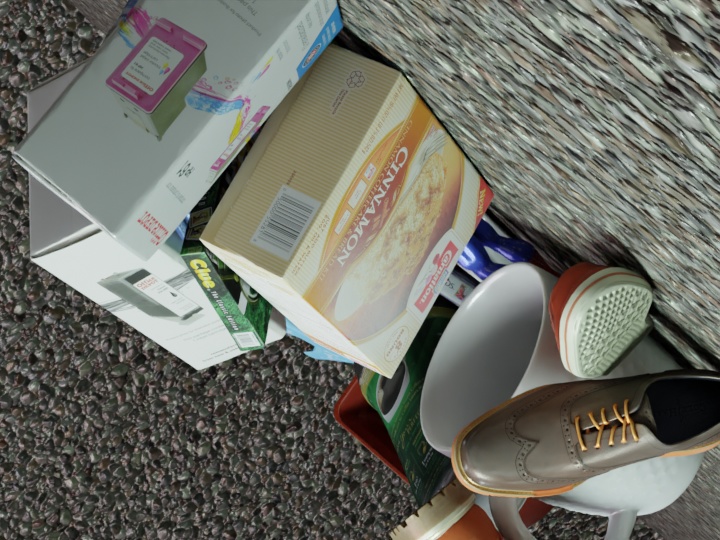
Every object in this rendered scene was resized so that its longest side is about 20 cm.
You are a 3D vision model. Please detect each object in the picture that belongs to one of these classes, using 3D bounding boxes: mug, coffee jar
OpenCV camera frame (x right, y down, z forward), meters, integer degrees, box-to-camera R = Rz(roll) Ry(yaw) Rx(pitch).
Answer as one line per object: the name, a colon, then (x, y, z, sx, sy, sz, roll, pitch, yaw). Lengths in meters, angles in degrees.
mug: (0.149, 0.119, 1.554, 0.175, 0.201, 0.147, 28, 147, -23)
coffee jar: (0.064, 0.106, 1.713, 0.085, 0.105, 0.200, 8, -146, -29)

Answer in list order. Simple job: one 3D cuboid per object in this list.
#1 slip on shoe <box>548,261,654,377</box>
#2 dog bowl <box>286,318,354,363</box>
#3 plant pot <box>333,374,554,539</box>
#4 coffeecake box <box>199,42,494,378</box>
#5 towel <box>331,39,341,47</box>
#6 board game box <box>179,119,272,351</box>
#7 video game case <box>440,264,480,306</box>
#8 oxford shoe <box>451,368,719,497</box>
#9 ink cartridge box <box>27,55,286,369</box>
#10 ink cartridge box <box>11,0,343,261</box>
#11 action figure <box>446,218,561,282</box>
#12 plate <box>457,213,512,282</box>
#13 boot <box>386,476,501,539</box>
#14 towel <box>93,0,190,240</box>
slip on shoe: (0.146, 0.026, 1.400, 0.061, 0.074, 0.200, 43, -177, 12)
dog bowl: (-0.028, 0.011, 1.770, 0.049, 0.112, 0.200, 21, 173, 40)
plant pot: (0.133, 0.121, 2.019, 0.200, 0.200, 0.176, 39, -171, 28)
coffeecake box: (-0.004, -0.037, 1.466, 0.073, 0.154, 0.200, 25, 170, 28)
towel: (-0.083, -0.196, 1.528, 0.200, 0.023, 0.144, 39, 176, 40)
board game box: (-0.077, -0.056, 1.502, 0.023, 0.201, 0.105, -6, 140, 19)
video game case: (0.046, -0.012, 1.769, 0.182, 0.023, 0.200, 32, -175, -43)
oxford shoe: (0.156, 0.098, 1.424, 0.073, 0.199, 0.072, 123, 131, -73)
ink cartridge box: (-0.143, -0.040, 1.543, 0.200, 0.083, 0.148, 39, -143, -48)
ink cartridge box: (-0.106, -0.109, 1.318, 0.085, 0.200, 0.145, 41, 178, 5)
action figure: (0.070, -0.030, 1.619, 0.200, 0.066, 0.052, 42, 140, -16)
plate: (0.107, -0.009, 1.799, 0.200, 0.032, 0.199, 43, 178, -31)
boot: (0.070, 0.213, 1.549, 0.107, 0.075, 0.200, 49, 171, 5)
towel: (-0.123, -0.121, 1.523, 0.147, 0.024, 0.200, 58, -155, -20)
